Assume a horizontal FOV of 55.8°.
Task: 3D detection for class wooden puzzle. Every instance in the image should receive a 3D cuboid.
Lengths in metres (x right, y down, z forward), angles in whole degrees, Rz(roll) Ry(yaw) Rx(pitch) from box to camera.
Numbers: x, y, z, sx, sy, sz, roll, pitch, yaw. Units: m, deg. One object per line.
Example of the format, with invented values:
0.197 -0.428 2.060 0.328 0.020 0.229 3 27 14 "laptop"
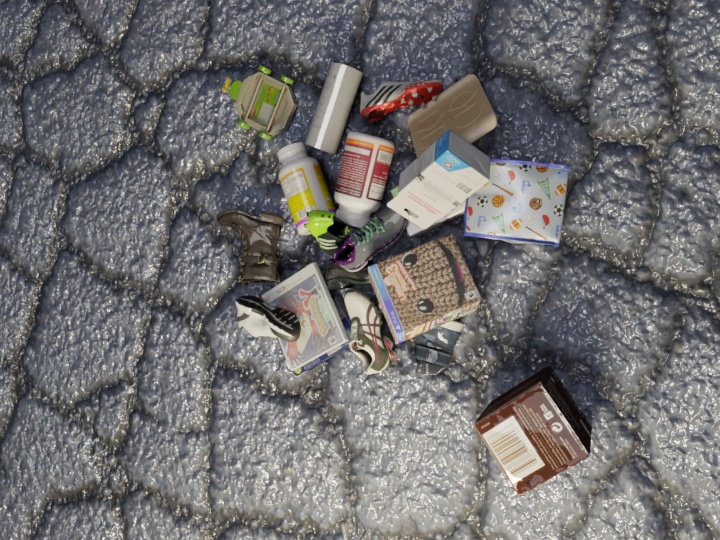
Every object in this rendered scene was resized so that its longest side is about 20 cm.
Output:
0.197 -0.314 1.463 0.184 0.046 0.202 -32 39 20 "wooden puzzle"

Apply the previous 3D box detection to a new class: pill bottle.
0.003 -0.204 1.546 0.111 0.113 0.203 16 98 19 "pill bottle"
-0.130 -0.194 1.603 0.103 0.104 0.203 -22 84 20 "pill bottle"

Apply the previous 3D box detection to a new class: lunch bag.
0.318 -0.144 1.416 0.197 0.124 0.173 5 93 5 "lunch bag"

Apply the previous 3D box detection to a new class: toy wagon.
-0.251 -0.421 1.675 0.198 0.039 0.157 28 102 19 "toy wagon"

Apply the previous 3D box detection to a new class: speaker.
-0.063 -0.376 1.582 0.080 0.081 0.203 22 100 19 "speaker"

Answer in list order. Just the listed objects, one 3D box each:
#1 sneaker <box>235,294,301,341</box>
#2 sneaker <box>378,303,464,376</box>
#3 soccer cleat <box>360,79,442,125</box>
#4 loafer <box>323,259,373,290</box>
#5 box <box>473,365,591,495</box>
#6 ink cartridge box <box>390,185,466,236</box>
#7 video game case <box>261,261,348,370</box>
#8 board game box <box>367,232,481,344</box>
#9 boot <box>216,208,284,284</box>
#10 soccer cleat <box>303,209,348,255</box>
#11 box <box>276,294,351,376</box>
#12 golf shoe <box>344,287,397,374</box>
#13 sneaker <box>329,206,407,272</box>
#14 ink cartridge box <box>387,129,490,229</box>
-0.219 0.129 1.624 0.198 0.073 0.081 24 119 33 "sneaker"
0.118 0.156 1.536 0.200 0.077 0.148 18 96 18 "sneaker"
0.087 -0.399 1.530 0.198 0.068 0.086 -18 67 22 "soccer cleat"
0.000 0.000 1.579 0.197 0.073 0.074 -8 86 20 "loafer"
0.355 0.319 1.385 0.164 0.200 0.167 -37 80 18 "box"
0.181 -0.169 1.502 0.198 0.067 0.119 -26 83 20 "ink cartridge box"
-0.135 0.111 1.615 0.181 0.023 0.202 -31 77 29 "video game case"
0.135 0.039 1.462 0.198 0.097 0.161 -22 72 -4 "board game box"
-0.278 -0.054 1.665 0.197 0.069 0.177 5 81 19 "boot"
-0.059 -0.080 1.531 0.080 0.200 0.069 4 73 20 "soccer cleat"
-0.104 0.160 1.645 0.199 0.032 0.122 -32 81 20 "box"
0.009 0.138 1.554 0.077 0.087 0.202 -34 84 52 "golf shoe"
0.020 -0.072 1.493 0.200 0.087 0.075 -46 64 18 "sneaker"
0.156 -0.181 1.389 0.115 0.069 0.200 29 137 -23 "ink cartridge box"
